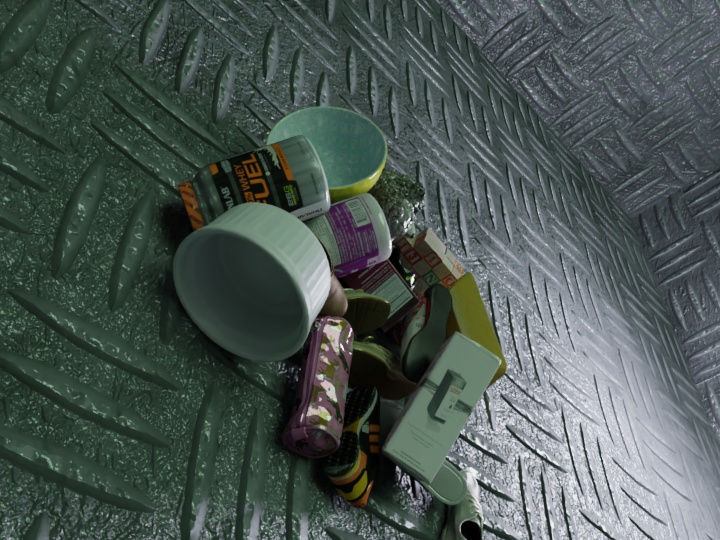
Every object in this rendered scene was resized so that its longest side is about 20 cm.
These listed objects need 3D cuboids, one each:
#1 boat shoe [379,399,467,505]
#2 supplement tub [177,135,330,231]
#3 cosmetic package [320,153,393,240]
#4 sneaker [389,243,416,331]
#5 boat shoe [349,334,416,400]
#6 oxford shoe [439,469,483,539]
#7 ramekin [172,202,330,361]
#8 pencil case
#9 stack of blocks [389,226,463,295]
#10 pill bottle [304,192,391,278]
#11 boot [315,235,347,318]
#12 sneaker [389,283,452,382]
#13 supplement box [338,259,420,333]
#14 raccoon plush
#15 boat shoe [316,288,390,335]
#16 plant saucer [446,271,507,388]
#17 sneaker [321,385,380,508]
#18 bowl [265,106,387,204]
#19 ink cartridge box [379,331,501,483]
[{"bbox_3d":[0.085,0.290,1.226,0.200,0.075,0.060,50,-10,8],"label":"boat shoe"},{"bbox_3d":[-0.152,-0.108,1.113,0.122,0.198,0.124,159,-90,-79],"label":"supplement tub"},{"bbox_3d":[-0.030,-0.110,1.416,0.201,0.106,0.090,55,27,-6],"label":"cosmetic package"},{"bbox_3d":[0.067,0.037,1.434,0.070,0.082,0.201,20,47,-48],"label":"sneaker"},{"bbox_3d":[0.019,0.154,1.261,0.200,0.073,0.063,40,23,-49],"label":"boat shoe"},{"bbox_3d":[0.174,0.397,1.256,0.075,0.058,0.200,48,27,-9],"label":"oxford shoe"},{"bbox_3d":[-0.135,0.010,1.010,0.201,0.200,0.098,50,41,-11],"label":"ramekin"},{"bbox_3d":[-0.057,0.162,1.092,0.086,0.083,0.202,23,48,-19],"label":"pencil case"},{"bbox_3d":[0.097,-0.033,1.520,0.200,0.115,0.059,48,29,-12],"label":"stack of blocks"},{"bbox_3d":[-0.061,-0.038,1.193,0.112,0.198,0.113,160,-90,-78],"label":"pill bottle"},{"bbox_3d":[-0.064,0.007,1.092,0.074,0.075,0.200,-57,133,-24],"label":"boot"},{"bbox_3d":[0.090,0.121,1.311,0.067,0.108,0.203,36,48,-16],"label":"sneaker"},{"bbox_3d":[0.000,0.000,1.320,0.201,0.085,0.110,52,-9,-7],"label":"supplement box"},{"bbox_3d":[0.019,-0.124,1.328,0.199,0.098,0.134,30,26,15],"label":"raccoon plush"},{"bbox_3d":[-0.044,0.058,1.213,0.199,0.074,0.063,-4,32,-31],"label":"boat shoe"},{"bbox_3d":[0.157,0.135,1.379,0.048,0.200,0.202,3,54,-30],"label":"plant saucer"},{"bbox_3d":[-0.003,0.256,1.132,0.201,0.069,0.091,-71,141,-59],"label":"sneaker"},{"bbox_3d":[-0.058,-0.168,1.292,0.197,0.108,0.202,3,51,-3],"label":"bowl"},{"bbox_3d":[0.114,0.202,1.141,0.084,0.201,0.146,34,-12,6],"label":"ink cartridge box"}]
